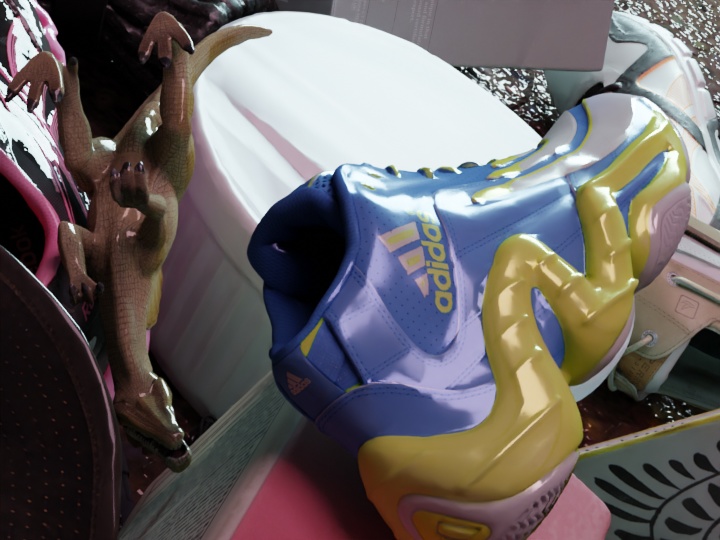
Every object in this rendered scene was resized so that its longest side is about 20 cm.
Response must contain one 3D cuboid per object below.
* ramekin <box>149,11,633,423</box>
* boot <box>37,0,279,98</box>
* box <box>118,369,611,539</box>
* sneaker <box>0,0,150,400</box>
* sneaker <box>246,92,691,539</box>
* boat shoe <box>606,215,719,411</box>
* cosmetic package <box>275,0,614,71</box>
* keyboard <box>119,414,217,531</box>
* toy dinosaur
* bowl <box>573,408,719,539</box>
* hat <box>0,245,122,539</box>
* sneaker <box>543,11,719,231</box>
[{"bbox_3d":[0.000,0.000,0.893,0.201,0.094,0.203,26,33,-18],"label":"ramekin"},{"bbox_3d":[-0.132,-0.115,0.928,0.158,0.080,0.211,41,32,8],"label":"boot"},{"bbox_3d":[-0.026,0.123,0.654,0.109,0.128,0.200,42,37,-8],"label":"box"},{"bbox_3d":[-0.134,-0.047,0.758,0.201,0.079,0.095,62,4,17],"label":"sneaker"},{"bbox_3d":[0.031,-0.012,0.666,0.105,0.076,0.200,39,37,-11],"label":"sneaker"},{"bbox_3d":[0.129,0.018,1.005,0.198,0.075,0.069,14,57,-5],"label":"boat shoe"},{"bbox_3d":[0.024,-0.144,1.080,0.106,0.091,0.199,20,19,40],"label":"cosmetic package"},{"bbox_3d":[-0.088,0.075,0.782,0.126,0.021,0.201,14,39,-31],"label":"keyboard"},{"bbox_3d":[-0.073,-0.033,0.746,0.058,0.101,0.201,-1,51,10],"label":"toy dinosaur"},{"bbox_3d":[0.161,0.094,0.878,0.200,0.200,0.095,-9,81,-49],"label":"bowl"},{"bbox_3d":[-0.162,0.071,0.636,0.199,0.081,0.202,0,69,1],"label":"hat"},{"bbox_3d":[0.133,-0.057,1.115,0.080,0.074,0.201,6,43,-36],"label":"sneaker"}]
